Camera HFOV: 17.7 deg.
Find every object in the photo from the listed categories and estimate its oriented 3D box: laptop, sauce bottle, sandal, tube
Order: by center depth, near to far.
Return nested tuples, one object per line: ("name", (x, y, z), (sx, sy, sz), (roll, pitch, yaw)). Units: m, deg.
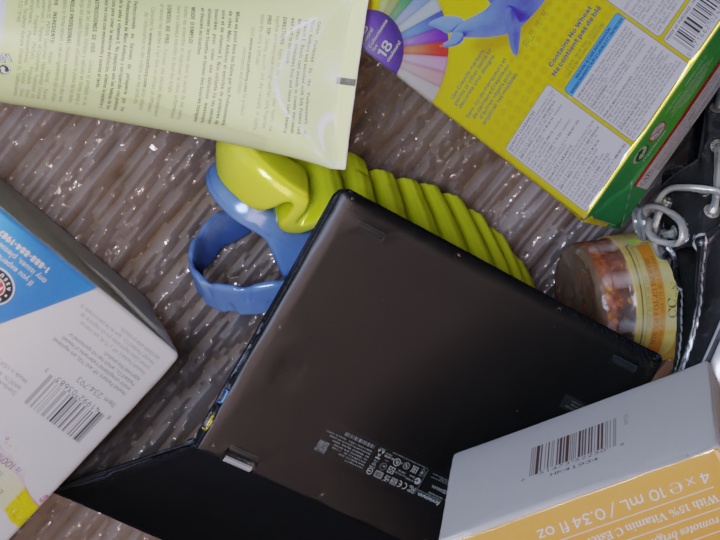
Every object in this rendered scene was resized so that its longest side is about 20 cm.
("tube", (-0.099, -0.090, 0.958), (0.199, 0.052, 0.058), (6, 141, -7))
("sandal", (0.000, 0.000, 1.053), (0.200, 0.080, 0.087), (28, 118, -26))
("laptop", (-0.003, 0.072, 1.064), (0.187, 0.116, 0.200), (27, 96, -28))
("sauce bottle", (0.196, 0.004, 1.126), (0.199, 0.066, 0.066), (-9, 116, -17))

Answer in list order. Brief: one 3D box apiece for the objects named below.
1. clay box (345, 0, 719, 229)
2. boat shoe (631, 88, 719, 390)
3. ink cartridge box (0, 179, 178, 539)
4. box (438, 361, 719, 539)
("clay box", (0.060, -0.121, 0.973), (0.115, 0.200, 0.048), (-55, 155, 12))
("boat shoe", (0.160, -0.024, 1.053), (0.068, 0.074, 0.200), (17, 72, 0))
("ink cartridge box", (-0.191, 0.065, 1.008), (0.200, 0.067, 0.116), (-46, 119, 4))
("box", (0.130, 0.162, 0.987), (0.124, 0.098, 0.200), (-22, 105, 13))
